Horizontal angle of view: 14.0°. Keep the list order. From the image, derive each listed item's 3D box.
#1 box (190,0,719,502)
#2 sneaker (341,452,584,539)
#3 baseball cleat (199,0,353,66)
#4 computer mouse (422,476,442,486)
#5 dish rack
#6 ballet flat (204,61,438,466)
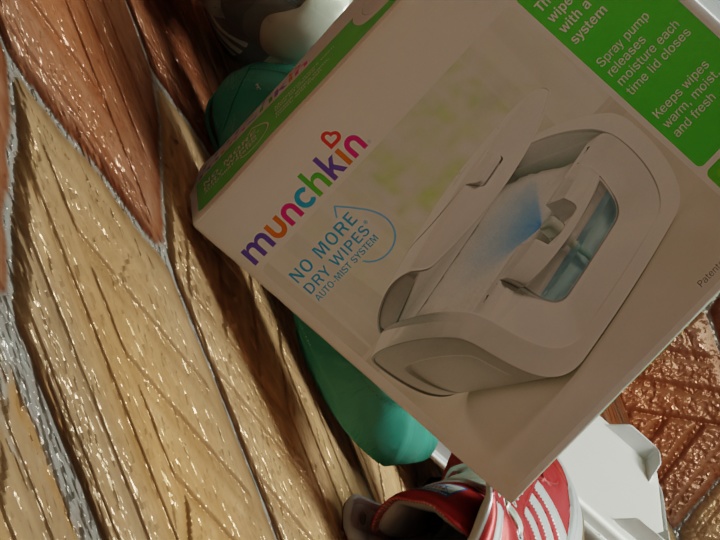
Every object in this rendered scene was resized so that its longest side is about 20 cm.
[{"bbox_3d":[0.062,-0.046,1.173,0.176,0.200,0.097,42,12,-12],"label":"box"},{"bbox_3d":[0.045,0.104,1.261,0.200,0.071,0.113,-82,153,-53],"label":"sneaker"},{"bbox_3d":[-0.053,-0.140,1.328,0.106,0.070,0.200,37,-5,-12],"label":"baseball cleat"},{"bbox_3d":[0.071,0.125,1.547,0.200,0.046,0.141,54,17,-63],"label":"computer mouse"},{"bbox_3d":[0.091,0.085,1.512,0.200,0.044,0.172,41,18,-12],"label":"dish rack"},{"bbox_3d":[0.000,0.000,1.273,0.067,0.070,0.200,-40,112,-41],"label":"ballet flat"}]
